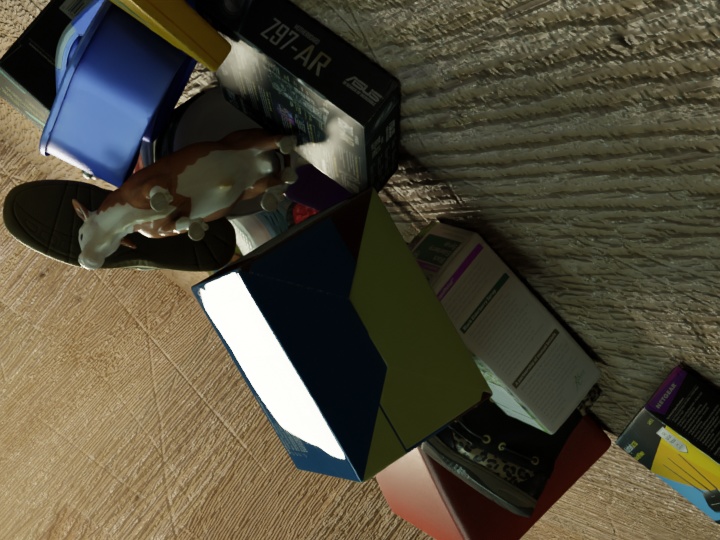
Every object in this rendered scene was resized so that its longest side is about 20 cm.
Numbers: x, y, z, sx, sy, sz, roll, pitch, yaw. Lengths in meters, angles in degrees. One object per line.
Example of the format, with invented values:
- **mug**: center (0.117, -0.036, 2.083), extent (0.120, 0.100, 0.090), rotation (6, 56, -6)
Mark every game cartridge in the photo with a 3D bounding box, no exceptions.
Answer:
- **game cartridge**: center (-0.194, -0.222, 1.008), extent (0.200, 0.032, 0.176), rotation (39, -178, 22)

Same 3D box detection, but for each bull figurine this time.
- **bull figurine**: center (-0.139, -0.062, 1.158), extent (0.121, 0.200, 0.065), rotation (20, 136, 60)

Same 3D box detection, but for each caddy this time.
- **caddy**: center (-0.204, -0.165, 1.188), extent (0.105, 0.141, 0.200), rotation (30, 137, -5)

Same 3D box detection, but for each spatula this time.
- **spatula**: center (0.021, -0.038, 1.344), extent (0.200, 0.057, 0.021), rotation (34, 135, -13)

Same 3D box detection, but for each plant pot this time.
- **plant pot**: center (0.109, 0.163, 1.535), extent (0.176, 0.200, 0.200), rotation (56, 162, -26)

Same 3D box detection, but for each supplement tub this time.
- **supplement tub**: center (-0.139, -0.108, 1.365), extent (0.123, 0.123, 0.200), rotation (41, 170, -13)

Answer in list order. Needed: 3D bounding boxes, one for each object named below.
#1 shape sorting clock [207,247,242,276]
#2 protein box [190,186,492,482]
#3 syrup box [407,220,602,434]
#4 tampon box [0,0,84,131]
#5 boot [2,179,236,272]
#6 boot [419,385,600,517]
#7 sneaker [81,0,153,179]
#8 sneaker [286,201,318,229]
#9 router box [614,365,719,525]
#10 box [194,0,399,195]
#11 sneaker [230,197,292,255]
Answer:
- **shape sorting clock**: center (-0.080, 0.025, 1.596), extent (0.200, 0.039, 0.200), rotation (28, -163, -9)
- **protein box**: center (-0.023, 0.058, 1.215), extent (0.199, 0.135, 0.200), rotation (60, 163, -5)
- **syrup box**: center (0.118, 0.051, 1.275), extent (0.200, 0.081, 0.079), rotation (47, 167, -27)
- **tampon box**: center (-0.276, -0.193, 1.454), extent (0.150, 0.126, 0.200), rotation (41, 170, -11)
- **boot**: center (-0.223, -0.037, 1.285), extent (0.200, 0.072, 0.155), rotation (8, 180, -16)
- **boot**: center (0.123, 0.126, 1.386), extent (0.200, 0.151, 0.073), rotation (37, 171, 0)
- **sneaker**: center (-0.242, -0.176, 1.307), extent (0.077, 0.082, 0.200), rotation (123, 136, -77)
- **sneaker**: center (0.000, 0.000, 1.476), extent (0.200, 0.079, 0.096), rotation (40, 172, -5)
- **router box**: center (0.298, 0.160, 1.205), extent (0.149, 0.051, 0.200), rotation (38, 170, 12)
- **box**: center (-0.045, -0.140, 1.120), extent (0.160, 0.044, 0.200), rotation (37, 170, 10)
- **sneaker**: center (-0.100, -0.056, 1.525), extent (0.074, 0.082, 0.200), rotation (64, 175, -16)
